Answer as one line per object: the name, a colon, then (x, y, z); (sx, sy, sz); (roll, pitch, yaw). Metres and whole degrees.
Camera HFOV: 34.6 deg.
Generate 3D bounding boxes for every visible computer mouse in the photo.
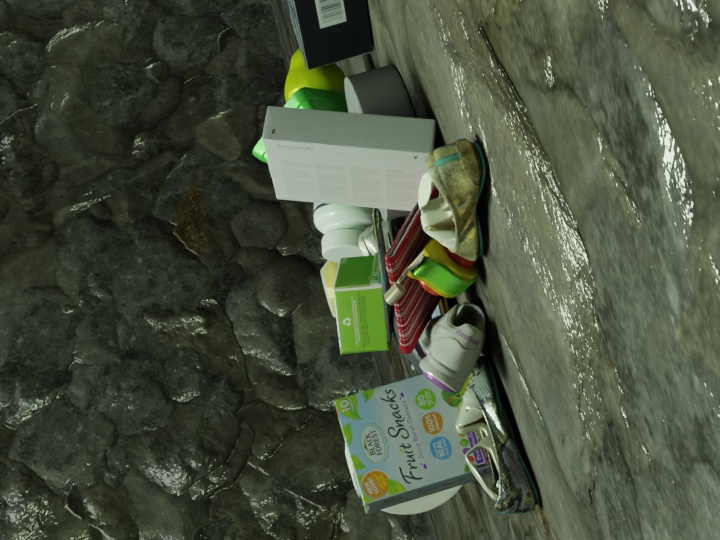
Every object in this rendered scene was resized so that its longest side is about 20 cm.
computer mouse: (0.079, 0.108, 1.635); (0.139, 0.052, 0.201); (85, 171, -74)

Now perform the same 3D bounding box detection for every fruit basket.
fruit basket: (-0.065, -0.230, 1.729); (0.215, 0.156, 0.216); (31, -152, -19)

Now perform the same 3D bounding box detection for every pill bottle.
pill bottle: (-0.020, -0.119, 1.875); (0.111, 0.110, 0.201); (85, -175, -71)

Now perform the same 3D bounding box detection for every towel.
towel: (0.072, -0.006, 1.383); (0.145, 0.022, 0.200); (-60, -24, -30)

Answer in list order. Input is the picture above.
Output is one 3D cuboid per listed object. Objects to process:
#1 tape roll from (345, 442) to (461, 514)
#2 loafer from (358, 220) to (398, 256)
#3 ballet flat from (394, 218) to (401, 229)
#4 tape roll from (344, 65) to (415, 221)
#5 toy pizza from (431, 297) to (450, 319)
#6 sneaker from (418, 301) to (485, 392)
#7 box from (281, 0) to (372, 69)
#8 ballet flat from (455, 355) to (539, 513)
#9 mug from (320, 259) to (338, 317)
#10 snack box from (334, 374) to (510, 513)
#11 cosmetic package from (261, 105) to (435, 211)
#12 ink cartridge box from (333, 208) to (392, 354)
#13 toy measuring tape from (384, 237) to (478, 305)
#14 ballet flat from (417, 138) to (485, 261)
tape roll: (0.076, 0.289, 1.850); (0.071, 0.201, 0.203); (-114, 9, -63)
loafer: (0.071, 0.014, 1.783); (0.201, 0.070, 0.070); (58, -156, -3)
ballet flat: (0.030, -0.107, 1.959); (0.200, 0.067, 0.076); (-109, 20, -61)
tape roll: (0.036, -0.171, 1.557); (0.200, 0.066, 0.201); (163, 90, -86)
toy pizza: (0.106, 0.043, 1.656); (0.200, 0.032, 0.201); (166, 90, -86)
sneaker: (0.122, 0.082, 1.408); (0.075, 0.100, 0.200); (30, -169, -5)
box: (-0.064, -0.428, 1.646); (0.200, 0.104, 0.183); (79, 172, -51)
ballet flat: (0.153, 0.199, 1.393); (0.072, 0.072, 0.201); (83, 171, -66)
mug: (0.013, 0.009, 1.967); (0.187, 0.152, 0.150); (81, 173, -57)
snack box: (0.082, 0.207, 1.459); (0.053, 0.199, 0.143); (84, 170, -63)
cosmetic package: (-0.010, -0.132, 1.393); (0.151, 0.199, 0.052); (83, -166, -68)
ink cartridge box: (0.000, 0.000, 1.677); (0.148, 0.075, 0.201); (-79, -17, -72)
toy measuring tape: (0.086, 0.008, 1.278); (0.200, 0.073, 0.074); (-46, -55, -61)
ballet flat: (0.092, -0.066, 1.197); (0.200, 0.070, 0.071); (81, 172, -63)
